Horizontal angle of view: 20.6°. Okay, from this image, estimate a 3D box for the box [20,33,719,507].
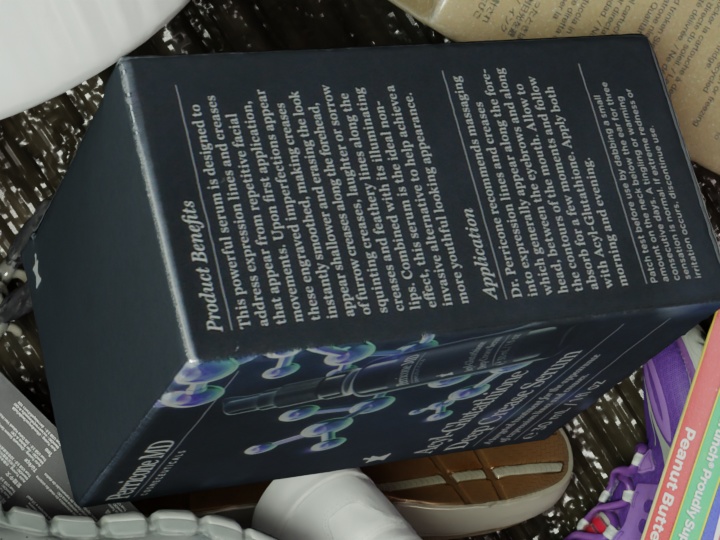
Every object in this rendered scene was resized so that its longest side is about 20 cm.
[{"bbox_3d":[0.000,0.000,0.699,0.200,0.148,0.107,-6,69,-24],"label":"box"}]

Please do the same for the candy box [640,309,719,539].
[{"bbox_3d":[0.192,0.110,0.779,0.077,0.200,0.169,26,102,38],"label":"candy box"}]

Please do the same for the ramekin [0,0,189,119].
[{"bbox_3d":[-0.140,-0.127,0.661,0.200,0.201,0.098,-20,123,3],"label":"ramekin"}]

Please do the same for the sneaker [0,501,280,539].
[{"bbox_3d":[-0.106,0.129,0.648,0.200,0.116,0.075,11,115,-2],"label":"sneaker"}]

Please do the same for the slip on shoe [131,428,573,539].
[{"bbox_3d":[-0.011,0.092,0.841,0.200,0.076,0.061,-7,144,-10],"label":"slip on shoe"}]

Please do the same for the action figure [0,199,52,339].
[{"bbox_3d":[-0.166,-0.012,0.793,0.200,0.119,0.102,4,120,-11],"label":"action figure"}]

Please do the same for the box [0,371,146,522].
[{"bbox_3d":[-0.107,0.130,0.794,0.200,0.158,0.050,47,70,-9],"label":"box"}]

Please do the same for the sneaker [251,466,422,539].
[{"bbox_3d":[0.023,0.170,0.785,0.074,0.116,0.200,-38,140,-17],"label":"sneaker"}]

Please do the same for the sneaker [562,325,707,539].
[{"bbox_3d":[0.116,0.120,0.838,0.083,0.081,0.200,8,100,5],"label":"sneaker"}]

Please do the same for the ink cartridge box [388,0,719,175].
[{"bbox_3d":[0.122,-0.157,0.761,0.165,0.075,0.200,24,99,-29],"label":"ink cartridge box"}]
